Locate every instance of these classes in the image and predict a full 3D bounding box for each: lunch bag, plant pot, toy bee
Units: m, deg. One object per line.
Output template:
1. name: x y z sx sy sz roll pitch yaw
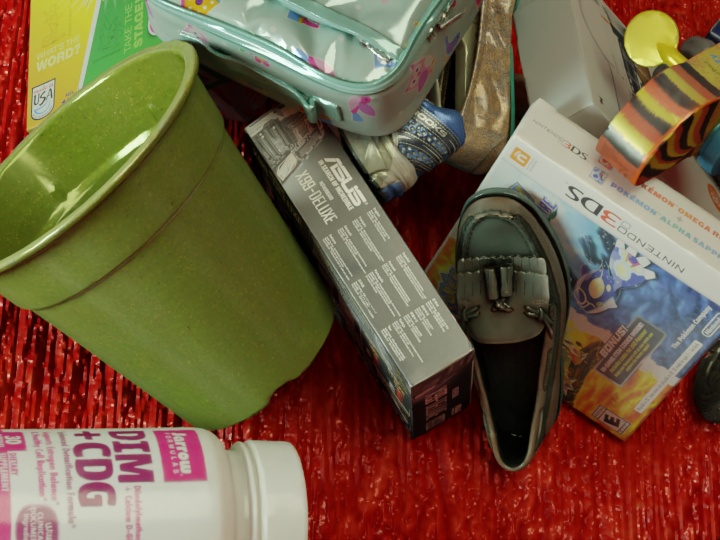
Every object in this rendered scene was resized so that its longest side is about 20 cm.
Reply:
1. lunch bag: -0.029 -0.177 1.286 0.200 0.077 0.161 25 66 17
2. plant pot: -0.118 -0.007 1.294 0.190 0.200 0.200 47 57 -24
3. toy bee: 0.226 -0.124 1.314 0.131 0.109 0.200 32 33 3

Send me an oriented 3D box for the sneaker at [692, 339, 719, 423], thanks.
1. sneaker: 0.325 0.058 1.462 0.200 0.074 0.085 -33 115 -11

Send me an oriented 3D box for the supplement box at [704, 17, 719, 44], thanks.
1. supplement box: 0.339 -0.116 1.533 0.200 0.109 0.110 40 61 5

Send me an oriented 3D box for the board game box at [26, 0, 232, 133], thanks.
1. board game box: -0.156 -0.196 1.409 0.040 0.153 0.200 30 49 -47

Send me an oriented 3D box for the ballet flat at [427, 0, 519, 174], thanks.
1. ballet flat: 0.070 -0.165 1.380 0.067 0.068 0.201 6 79 -22

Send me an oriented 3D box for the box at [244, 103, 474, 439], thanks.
1. box: 0.000 0.000 1.345 0.050 0.158 0.200 -31 75 -7

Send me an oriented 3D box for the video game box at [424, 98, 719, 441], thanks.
1. video game box: 0.146 0.005 1.361 0.182 0.200 0.047 35 53 4

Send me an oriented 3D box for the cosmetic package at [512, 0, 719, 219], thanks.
1. cosmetic package: 0.181 -0.099 1.428 0.200 0.052 0.151 40 33 -39

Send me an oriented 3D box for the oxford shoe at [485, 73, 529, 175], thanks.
1. oxford shoe: 0.154 -0.065 1.476 0.074 0.071 0.200 -36 79 -31

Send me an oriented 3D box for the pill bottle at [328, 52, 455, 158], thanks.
1. pill bottle: 0.031 -0.163 1.460 0.113 0.113 0.200 30 64 0

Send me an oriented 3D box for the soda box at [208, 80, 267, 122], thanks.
1. soda box: -0.054 -0.198 1.437 0.063 0.070 0.200 43 77 -26

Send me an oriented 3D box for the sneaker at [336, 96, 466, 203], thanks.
1. sneaker: 0.007 -0.137 1.345 0.085 0.077 0.200 -26 64 -2

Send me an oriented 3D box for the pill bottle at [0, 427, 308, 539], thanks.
1. pill bottle: -0.139 0.151 1.256 0.199 0.113 0.114 0 64 -17

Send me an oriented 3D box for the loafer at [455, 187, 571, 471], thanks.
1. loafer: 0.099 0.042 1.333 0.072 0.200 0.063 0 39 14

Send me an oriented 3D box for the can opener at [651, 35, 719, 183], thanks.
1. can opener: 0.263 -0.083 1.474 0.053 0.067 0.200 -43 119 -6
